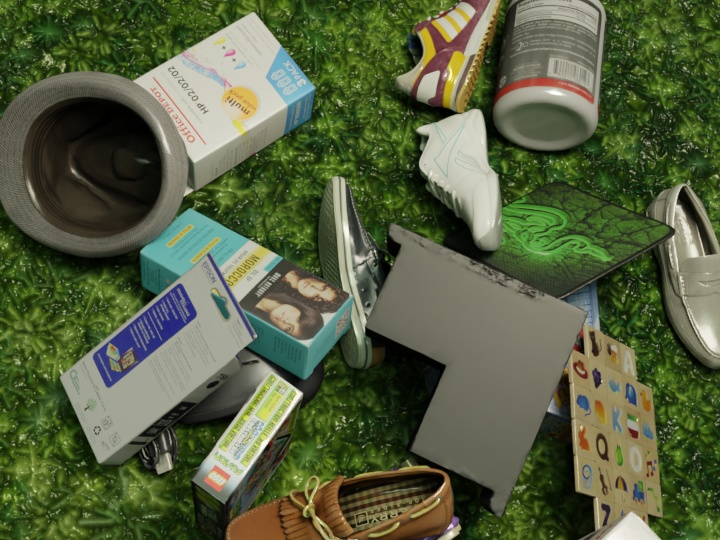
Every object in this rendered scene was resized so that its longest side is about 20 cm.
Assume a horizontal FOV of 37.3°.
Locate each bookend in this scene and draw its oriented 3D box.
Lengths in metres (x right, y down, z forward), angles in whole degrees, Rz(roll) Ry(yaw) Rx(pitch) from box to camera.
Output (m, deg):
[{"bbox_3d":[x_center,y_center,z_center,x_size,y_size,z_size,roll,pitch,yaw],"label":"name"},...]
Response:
[{"bbox_3d":[0.077,0.092,0.990,0.197,0.092,0.201,24,82,4],"label":"bookend"}]

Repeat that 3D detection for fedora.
[{"bbox_3d":[-0.250,-0.105,1.055,0.198,0.090,0.179,-2,98,17],"label":"fedora"}]

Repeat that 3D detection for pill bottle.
[{"bbox_3d":[0.214,-0.246,1.191,0.115,0.116,0.202,12,67,-4],"label":"pill bottle"}]

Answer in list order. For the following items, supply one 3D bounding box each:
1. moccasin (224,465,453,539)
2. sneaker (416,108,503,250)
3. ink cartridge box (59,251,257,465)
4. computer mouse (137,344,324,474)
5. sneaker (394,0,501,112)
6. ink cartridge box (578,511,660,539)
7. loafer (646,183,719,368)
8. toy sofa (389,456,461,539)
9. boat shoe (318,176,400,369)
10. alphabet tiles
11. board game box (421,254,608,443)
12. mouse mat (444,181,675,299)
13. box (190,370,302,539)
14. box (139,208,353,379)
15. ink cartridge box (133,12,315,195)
[{"bbox_3d":[-0.018,0.210,0.911,0.199,0.078,0.074,-8,48,1],"label":"moccasin"},{"bbox_3d":[0.105,-0.090,1.124,0.079,0.071,0.201,-9,44,1],"label":"sneaker"},{"bbox_3d":[-0.180,0.082,0.977,0.199,0.039,0.100,-38,66,15],"label":"ink cartridge box"},{"bbox_3d":[-0.128,0.106,1.028,0.198,0.053,0.140,-13,70,-14],"label":"computer mouse"},{"bbox_3d":[0.103,-0.273,1.207,0.089,0.075,0.201,17,59,8],"label":"sneaker"},{"bbox_3d":[0.182,0.301,0.922,0.145,0.200,0.085,-36,78,-21],"label":"ink cartridge box"},{"bbox_3d":[0.359,0.004,1.140,0.069,0.070,0.202,-11,71,-14],"label":"loafer"},{"bbox_3d":[-0.011,0.257,0.964,0.199,0.098,0.083,-32,77,-18],"label":"toy sofa"},{"bbox_3d":[0.000,0.000,1.084,0.062,0.075,0.202,-7,72,-20],"label":"boat shoe"},{"bbox_3d":[0.249,0.161,1.037,0.166,0.006,0.202,24,59,-44],"label":"alphabet tiles"},{"bbox_3d":[0.165,0.088,1.080,0.198,0.062,0.202,-10,70,-13],"label":"board game box"},{"bbox_3d":[0.198,-0.036,1.088,0.160,0.200,0.008,-27,119,-19],"label":"mouse mat"},{"bbox_3d":[-0.100,0.167,0.928,0.035,0.200,0.110,33,68,7],"label":"box"},{"bbox_3d":[-0.111,0.020,1.031,0.199,0.049,0.082,27,48,18],"label":"box"},{"bbox_3d":[-0.160,-0.169,1.124,0.199,0.068,0.115,-36,78,-20],"label":"ink cartridge box"}]
